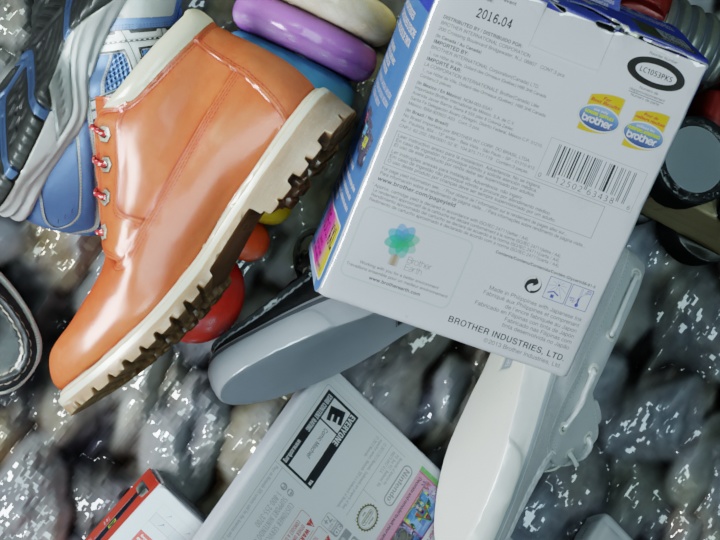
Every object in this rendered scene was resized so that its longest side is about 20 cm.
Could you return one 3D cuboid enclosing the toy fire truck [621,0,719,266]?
[{"bbox_3d":[0.185,-0.126,1.016,0.175,0.129,0.202,26,76,-12],"label":"toy fire truck"}]

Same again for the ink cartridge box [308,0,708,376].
[{"bbox_3d":[0.073,-0.068,0.906,0.135,0.076,0.202,18,109,-13],"label":"ink cartridge box"}]

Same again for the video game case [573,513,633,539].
[{"bbox_3d":[0.153,0.266,1.034,0.200,0.024,0.182,46,57,-12],"label":"video game case"}]

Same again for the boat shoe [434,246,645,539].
[{"bbox_3d":[0.100,0.070,1.024,0.068,0.072,0.202,26,70,-18],"label":"boat shoe"}]

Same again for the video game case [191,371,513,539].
[{"bbox_3d":[-0.008,0.180,0.990,0.182,0.022,0.201,44,56,-12],"label":"video game case"}]

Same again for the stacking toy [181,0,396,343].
[{"bbox_3d":[-0.058,-0.057,0.980,0.085,0.085,0.202,24,92,-13],"label":"stacking toy"}]

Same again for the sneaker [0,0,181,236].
[{"bbox_3d":[-0.127,-0.112,0.972,0.077,0.076,0.201,28,88,-34],"label":"sneaker"}]

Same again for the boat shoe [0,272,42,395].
[{"bbox_3d":[-0.243,-0.006,0.948,0.200,0.060,0.074,43,83,-12],"label":"boat shoe"}]

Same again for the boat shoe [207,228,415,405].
[{"bbox_3d":[0.000,0.000,0.998,0.199,0.070,0.067,-29,68,-14],"label":"boat shoe"}]

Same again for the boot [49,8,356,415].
[{"bbox_3d":[-0.103,-0.028,0.924,0.107,0.075,0.201,38,91,2],"label":"boot"}]

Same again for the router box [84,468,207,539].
[{"bbox_3d":[-0.097,0.238,1.003,0.200,0.049,0.180,45,84,-12],"label":"router box"}]
